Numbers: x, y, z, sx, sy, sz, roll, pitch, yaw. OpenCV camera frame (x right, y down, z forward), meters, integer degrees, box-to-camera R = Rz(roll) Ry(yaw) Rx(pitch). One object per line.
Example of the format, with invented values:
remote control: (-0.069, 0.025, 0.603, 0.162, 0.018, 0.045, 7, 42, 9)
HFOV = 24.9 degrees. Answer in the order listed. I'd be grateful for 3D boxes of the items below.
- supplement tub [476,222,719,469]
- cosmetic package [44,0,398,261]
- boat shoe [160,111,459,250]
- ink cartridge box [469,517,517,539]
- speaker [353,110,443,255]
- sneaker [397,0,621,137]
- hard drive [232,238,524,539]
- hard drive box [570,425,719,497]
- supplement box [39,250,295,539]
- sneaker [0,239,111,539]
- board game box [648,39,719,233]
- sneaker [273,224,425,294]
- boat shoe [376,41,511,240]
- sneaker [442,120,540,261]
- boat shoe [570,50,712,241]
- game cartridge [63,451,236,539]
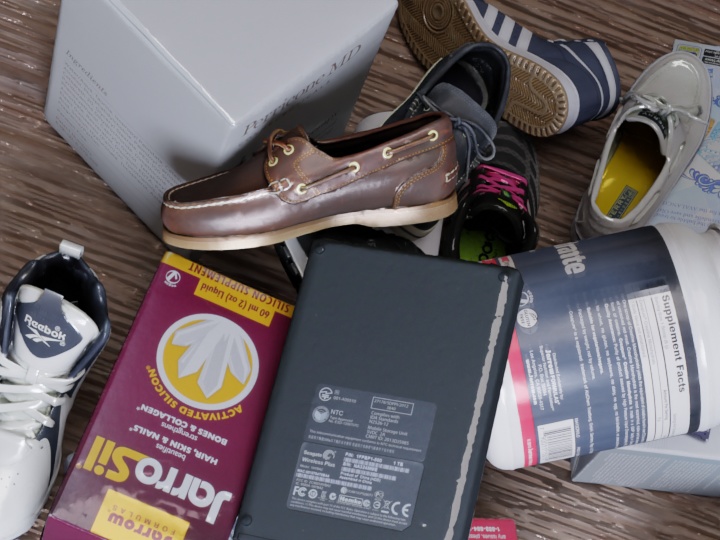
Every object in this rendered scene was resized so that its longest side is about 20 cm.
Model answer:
supplement tub: (0.167, 0.047, 1.090, 0.198, 0.141, 0.142, -12, 65, 0)
cosmetic package: (-0.106, -0.148, 1.162, 0.166, 0.200, 0.167, 45, 61, 10)
boat shoe: (-0.034, -0.062, 1.059, 0.198, 0.071, 0.071, -10, 29, -9)
ink cartridge box: (0.036, 0.263, 1.027, 0.144, 0.083, 0.202, 6, 64, -31)
speaker: (0.019, -0.013, 1.198, 0.080, 0.081, 0.202, 15, 60, -8)
sneaker: (0.124, -0.179, 1.325, 0.108, 0.071, 0.200, -15, 48, -44)
hard drive: (0.013, 0.084, 1.003, 0.138, 0.033, 0.202, 8, 69, 17)
hard drive box: (0.258, 0.082, 1.219, 0.198, 0.077, 0.157, 7, 62, -13)
supplement box: (-0.117, 0.105, 1.051, 0.109, 0.086, 0.201, 23, 59, -4)
sneaker: (-0.214, 0.069, 1.056, 0.079, 0.130, 0.200, 23, 59, -2)
board game box: (0.328, -0.083, 1.312, 0.198, 0.044, 0.200, 13, 57, 14)
sneaker: (0.000, 0.000, 1.110, 0.087, 0.076, 0.201, -26, 63, -8)
boat shoe: (0.058, -0.099, 1.166, 0.075, 0.062, 0.201, 43, 44, -12)
sneaker: (0.102, -0.040, 1.231, 0.073, 0.088, 0.201, 20, 59, -5)
boat shoe: (0.221, -0.105, 1.254, 0.074, 0.086, 0.203, 29, 64, 11)
game cartridge: (-0.107, 0.189, 1.079, 0.132, 0.042, 0.201, -27, 73, -22)
